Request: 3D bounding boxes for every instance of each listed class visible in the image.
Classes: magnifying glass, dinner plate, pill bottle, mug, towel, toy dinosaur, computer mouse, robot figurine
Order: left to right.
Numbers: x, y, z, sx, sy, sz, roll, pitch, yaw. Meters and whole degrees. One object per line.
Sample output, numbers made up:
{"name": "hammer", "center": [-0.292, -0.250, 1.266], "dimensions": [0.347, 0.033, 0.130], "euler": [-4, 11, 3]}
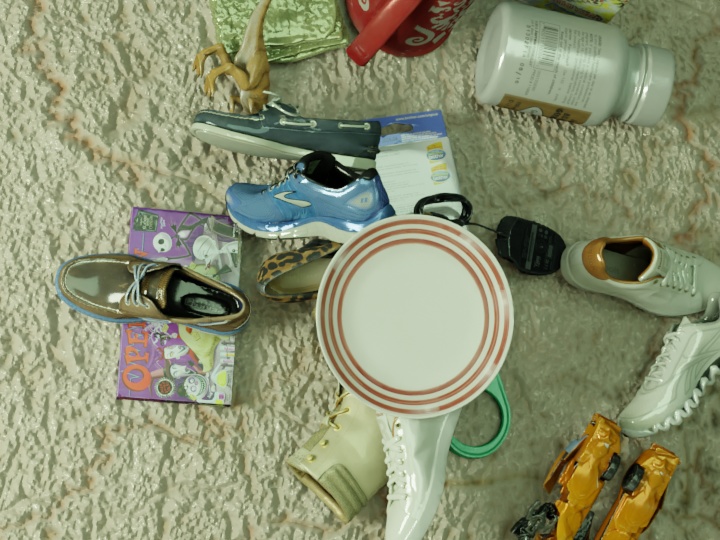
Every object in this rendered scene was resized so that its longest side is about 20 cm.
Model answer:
{"name": "toy dinosaur", "center": [-0.119, -0.222, 1.669], "dimensions": [0.106, 0.060, 0.200], "euler": [-7, 108, -24]}
{"name": "towel", "center": [-0.102, -0.321, 1.717], "dimensions": [0.148, 0.036, 0.200], "euler": [-13, 84, -13]}
{"name": "dinner plate", "center": [0.053, 0.045, 1.549], "dimensions": [0.200, 0.024, 0.201], "euler": [1, 85, -11]}
{"name": "mug", "center": [0.073, -0.301, 1.658], "dimensions": [0.133, 0.200, 0.178], "euler": [13, 74, -16]}
{"name": "magnifying glass", "center": [0.128, 0.102, 1.688], "dimensions": [0.079, 0.022, 0.200], "euler": [10, 76, -10]}
{"name": "computer mouse", "center": [0.138, -0.039, 1.688], "dimensions": [0.200, 0.034, 0.059], "euler": [20, 77, -28]}
{"name": "pill bottle", "center": [0.235, -0.220, 1.728], "dimensions": [0.200, 0.114, 0.115], "euler": [11, 77, -9]}
{"name": "robot figurine", "center": [0.241, 0.258, 1.638], "dimensions": [0.145, 0.058, 0.200], "euler": [28, 95, -6]}

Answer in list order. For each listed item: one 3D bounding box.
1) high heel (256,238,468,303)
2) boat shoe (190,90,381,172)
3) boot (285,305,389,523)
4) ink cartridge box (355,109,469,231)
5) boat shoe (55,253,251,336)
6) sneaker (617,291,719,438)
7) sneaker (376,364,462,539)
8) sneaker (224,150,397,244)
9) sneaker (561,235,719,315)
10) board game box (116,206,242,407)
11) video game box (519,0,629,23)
{"name": "high heel", "center": [0.000, 0.000, 1.580], "dimensions": [0.200, 0.143, 0.072], "euler": [-3, 106, 27]}
{"name": "boat shoe", "center": [-0.075, -0.146, 1.630], "dimensions": [0.200, 0.075, 0.062], "euler": [10, 86, -9]}
{"name": "boot", "center": [-0.022, 0.141, 1.620], "dimensions": [0.155, 0.073, 0.200], "euler": [-39, 98, -17]}
{"name": "ink cartridge box", "center": [0.050, -0.067, 1.696], "dimensions": [0.119, 0.042, 0.200], "euler": [-10, 83, -13]}
{"name": "boat shoe", "center": [-0.206, 0.017, 1.580], "dimensions": [0.200, 0.072, 0.072], "euler": [8, 78, -9]}
{"name": "sneaker", "center": [0.345, 0.101, 1.695], "dimensions": [0.200, 0.075, 0.081], "euler": [-40, 108, -14]}
{"name": "sneaker", "center": [0.042, 0.180, 1.571], "dimensions": [0.085, 0.073, 0.200], "euler": [21, 72, -20]}
{"name": "sneaker", "center": [-0.053, -0.082, 1.605], "dimensions": [0.079, 0.200, 0.089], "euler": [-40, 125, -50]}
{"name": "sneaker", "center": [0.323, 0.005, 1.701], "dimensions": [0.200, 0.085, 0.073], "euler": [7, 78, -22]}
{"name": "board game box", "center": [-0.186, 0.038, 1.632], "dimensions": [0.120, 0.032, 0.200], "euler": [4, 78, -7]}
{"name": "video game box", "center": [0.205, -0.343, 1.712], "dimensions": [0.200, 0.182, 0.047], "euler": [23, 76, -6]}
